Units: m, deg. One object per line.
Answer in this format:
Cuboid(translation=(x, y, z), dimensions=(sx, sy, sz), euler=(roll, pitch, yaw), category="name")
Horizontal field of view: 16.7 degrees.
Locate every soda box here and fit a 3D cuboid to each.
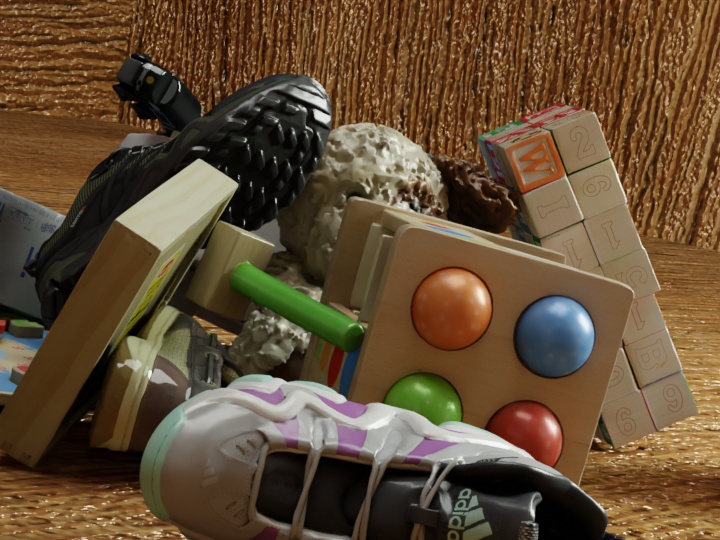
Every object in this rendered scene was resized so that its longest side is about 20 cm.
Cuboid(translation=(-0.186, 0.000, 1.470), dimensions=(0.068, 0.064, 0.200), euler=(16, -6, 39), category="soda box")

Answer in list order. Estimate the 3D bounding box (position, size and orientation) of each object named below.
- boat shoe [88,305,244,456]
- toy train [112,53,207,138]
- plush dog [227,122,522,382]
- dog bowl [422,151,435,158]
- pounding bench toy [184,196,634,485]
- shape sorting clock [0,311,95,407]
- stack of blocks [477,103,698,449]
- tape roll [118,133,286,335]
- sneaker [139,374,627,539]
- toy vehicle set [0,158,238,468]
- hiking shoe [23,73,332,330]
Cuboid(translation=(-0.090, 0.064, 1.224), dimensions=(0.066, 0.072, 0.201), euler=(22, 4, 1), category="boat shoe")
Cuboid(translation=(-0.100, -0.084, 1.578), dimensions=(0.046, 0.034, 0.200), euler=(23, -11, 27), category="toy train")
Cuboid(translation=(0.000, 0.000, 1.442), dimensions=(0.199, 0.173, 0.160), euler=(6, 6, -28), category="plush dog")
Cuboid(translation=(0.016, -0.038, 1.583), dimensions=(0.111, 0.050, 0.200), euler=(31, -11, -16), category="dog bowl")
Cuboid(translation=(0.016, 0.035, 1.260), dimensions=(0.199, 0.125, 0.156), euler=(15, 4, -12), category="pounding bench toy")
Cuboid(translation=(-0.221, 0.041, 1.344), dimensions=(0.199, 0.039, 0.200), euler=(9, 6, -1), category="shape sorting clock")
Cuboid(translation=(0.140, 0.003, 1.504), dimensions=(0.058, 0.201, 0.115), euler=(-22, 9, -4), category="stack of blocks")
Cuboid(translation=(-0.079, -0.011, 1.596), dimensions=(0.202, 0.071, 0.203), euler=(24, -12, 6), category="tape roll")
Cuboid(translation=(0.021, 0.095, 1.007), dimensions=(0.199, 0.078, 0.140), euler=(6, 6, -31), category="sneaker")
Cuboid(translation=(-0.119, 0.016, 1.224), dimensions=(0.026, 0.125, 0.200), euler=(32, 13, 1), category="toy vehicle set")
Cuboid(translation=(-0.108, -0.050, 1.364), dimensions=(0.076, 0.200, 0.101), euler=(52, 0, -38), category="hiking shoe")
